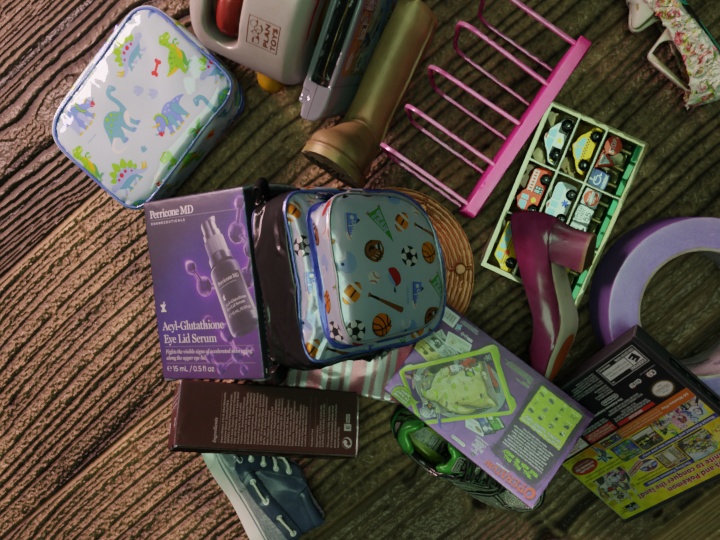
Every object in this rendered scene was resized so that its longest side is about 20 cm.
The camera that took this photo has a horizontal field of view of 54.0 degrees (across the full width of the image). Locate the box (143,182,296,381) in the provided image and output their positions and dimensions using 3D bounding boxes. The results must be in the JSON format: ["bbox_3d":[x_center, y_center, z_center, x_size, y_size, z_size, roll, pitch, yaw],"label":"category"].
[{"bbox_3d":[-0.144,0.013,0.785,0.146,0.104,0.204,-6,93,29],"label":"box"}]

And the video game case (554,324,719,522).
[{"bbox_3d":[0.297,0.175,0.773,0.180,0.026,0.200,41,132,1],"label":"video game case"}]

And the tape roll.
[{"bbox_3d":[0.363,0.042,0.783,0.196,0.085,0.205,0,95,4],"label":"tape roll"}]

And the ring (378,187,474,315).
[{"bbox_3d":[0.037,0.004,0.838,0.196,0.019,0.205,0,94,5],"label":"ring"}]

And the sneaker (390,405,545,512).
[{"bbox_3d":[0.122,0.226,0.815,0.197,0.085,0.079,25,96,2],"label":"sneaker"}]

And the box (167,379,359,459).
[{"bbox_3d":[-0.109,0.168,0.784,0.196,0.100,0.077,6,73,-18],"label":"box"}]

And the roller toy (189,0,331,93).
[{"bbox_3d":[-0.083,-0.298,0.740,0.138,0.182,0.203,24,96,1],"label":"roller toy"}]

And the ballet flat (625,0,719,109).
[{"bbox_3d":[0.334,-0.264,0.770,0.064,0.076,0.202,-34,88,22],"label":"ballet flat"}]

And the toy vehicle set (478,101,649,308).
[{"bbox_3d":[0.231,-0.075,0.812,0.122,0.027,0.203,22,96,2],"label":"toy vehicle set"}]

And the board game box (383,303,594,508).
[{"bbox_3d":[0.137,0.144,0.770,0.199,0.032,0.121,37,80,13],"label":"board game box"}]

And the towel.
[{"bbox_3d":[-0.030,0.073,0.826,0.196,0.030,0.150,6,98,8],"label":"towel"}]

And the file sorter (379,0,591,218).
[{"bbox_3d":[0.124,-0.175,0.757,0.124,0.139,0.202,34,96,2],"label":"file sorter"}]

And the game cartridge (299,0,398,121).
[{"bbox_3d":[-0.002,-0.261,0.753,0.041,0.133,0.203,27,113,14],"label":"game cartridge"}]

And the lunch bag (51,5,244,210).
[{"bbox_3d":[-0.244,-0.185,0.812,0.160,0.082,0.201,40,96,0],"label":"lunch bag"}]

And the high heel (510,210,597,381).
[{"bbox_3d":[0.197,0.035,0.795,0.095,0.067,0.204,23,113,32],"label":"high heel"}]

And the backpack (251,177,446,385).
[{"bbox_3d":[0.000,0.000,0.711,0.153,0.188,0.204,-4,92,48],"label":"backpack"}]

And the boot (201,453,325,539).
[{"bbox_3d":[-0.122,0.237,0.849,0.089,0.073,0.203,-28,99,-2],"label":"boot"}]

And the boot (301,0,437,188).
[{"bbox_3d":[0.014,-0.192,0.741,0.065,0.175,0.203,26,93,2],"label":"boot"}]
